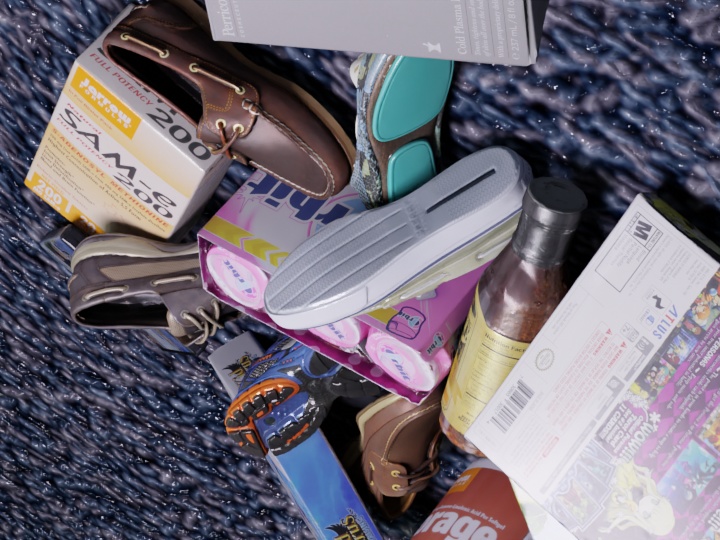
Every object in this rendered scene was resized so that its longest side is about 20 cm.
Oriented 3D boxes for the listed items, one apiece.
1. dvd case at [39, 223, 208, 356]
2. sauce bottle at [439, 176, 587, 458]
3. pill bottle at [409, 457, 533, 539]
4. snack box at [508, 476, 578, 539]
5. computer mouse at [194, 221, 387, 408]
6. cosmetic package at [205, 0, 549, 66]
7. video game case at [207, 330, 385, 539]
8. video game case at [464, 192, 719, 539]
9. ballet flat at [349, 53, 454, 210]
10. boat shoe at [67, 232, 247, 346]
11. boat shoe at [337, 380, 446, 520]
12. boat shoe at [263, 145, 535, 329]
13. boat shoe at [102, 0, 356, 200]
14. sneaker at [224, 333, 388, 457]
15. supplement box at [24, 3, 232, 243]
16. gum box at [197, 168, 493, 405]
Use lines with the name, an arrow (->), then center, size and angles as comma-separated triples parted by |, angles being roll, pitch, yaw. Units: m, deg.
dvd case -> -0.194, 0.017, 1.844 | 0.143, 0.018, 0.200 | 41, 171, -9
sauce bottle -> 0.103, 0.030, 1.488 | 0.066, 0.066, 0.201 | 30, 125, 19
pill bottle -> 0.096, 0.207, 1.652 | 0.112, 0.200, 0.113 | 28, 146, 21
snack box -> 0.206, 0.144, 1.461 | 0.199, 0.053, 0.143 | -26, 84, 28
computer mouse -> -0.057, 0.042, 1.768 | 0.140, 0.046, 0.201 | -3, 128, 48
cosmetic package -> 0.007, -0.188, 1.314 | 0.198, 0.091, 0.107 | 3, 138, 14
video game case -> -0.038, 0.169, 1.831 | 0.201, 0.045, 0.181 | 62, 174, -30
video game case -> 0.187, 0.084, 1.414 | 0.181, 0.036, 0.201 | 41, 110, 19
ballet flat -> 0.019, -0.105, 1.487 | 0.074, 0.074, 0.201 | 29, 143, 20
boat shoe -> -0.123, 0.021, 1.687 | 0.198, 0.074, 0.075 | 0, 148, 17
boat shoe -> 0.036, 0.135, 1.740 | 0.068, 0.072, 0.200 | 62, 159, 16
boat shoe -> 0.032, -0.008, 1.494 | 0.199, 0.072, 0.062 | -27, 134, 14
boat shoe -> -0.092, -0.111, 1.577 | 0.200, 0.070, 0.071 | 38, 142, 16
sneaker -> -0.021, 0.056, 1.676 | 0.199, 0.079, 0.075 | -30, 125, 23
supplement box -> -0.167, -0.090, 1.701 | 0.126, 0.074, 0.200 | 40, 149, 2
gum box -> 0.000, 0.000, 1.586 | 0.199, 0.114, 0.066 | 27, 146, 23
